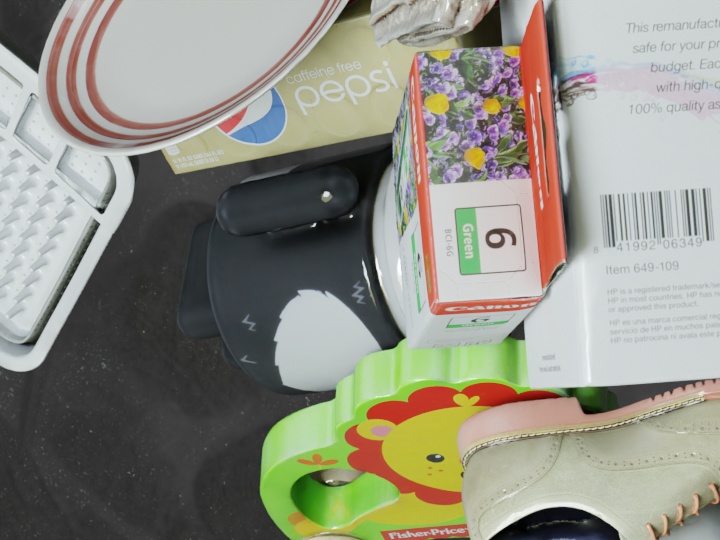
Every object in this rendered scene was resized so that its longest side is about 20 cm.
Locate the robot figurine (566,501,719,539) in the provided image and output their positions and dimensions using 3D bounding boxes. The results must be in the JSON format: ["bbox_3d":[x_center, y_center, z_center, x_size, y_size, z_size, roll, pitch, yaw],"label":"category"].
[{"bbox_3d":[0.185,0.172,0.946,0.199,0.170,0.113,18,131,-27],"label":"robot figurine"}]

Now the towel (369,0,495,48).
[{"bbox_3d":[0.053,-0.195,0.815,0.034,0.132,0.201,18,87,-13],"label":"towel"}]

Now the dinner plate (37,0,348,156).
[{"bbox_3d":[-0.075,-0.132,0.940,0.199,0.201,0.024,-9,141,32],"label":"dinner plate"}]

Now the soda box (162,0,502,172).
[{"bbox_3d":[-0.020,-0.109,0.968,0.199,0.064,0.068,-8,124,33],"label":"soda box"}]

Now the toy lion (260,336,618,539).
[{"bbox_3d":[0.038,0.095,0.981,0.199,0.069,0.192,-7,145,14],"label":"toy lion"}]

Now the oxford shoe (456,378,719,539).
[{"bbox_3d":[0.144,0.100,0.879,0.199,0.074,0.071,-9,145,15],"label":"oxford shoe"}]

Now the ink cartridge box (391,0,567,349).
[{"bbox_3d":[0.047,-0.034,0.807,0.050,0.200,0.110,-4,80,-3],"label":"ink cartridge box"}]

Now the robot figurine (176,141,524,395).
[{"bbox_3d":[-0.001,0.001,0.990,0.199,0.150,0.126,-11,96,32],"label":"robot figurine"}]

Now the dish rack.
[{"bbox_3d":[-0.221,-0.053,1.138,0.171,0.044,0.200,38,126,6],"label":"dish rack"}]

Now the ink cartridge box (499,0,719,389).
[{"bbox_3d":[0.144,-0.055,0.799,0.146,0.146,0.202,-3,86,-4],"label":"ink cartridge box"}]
